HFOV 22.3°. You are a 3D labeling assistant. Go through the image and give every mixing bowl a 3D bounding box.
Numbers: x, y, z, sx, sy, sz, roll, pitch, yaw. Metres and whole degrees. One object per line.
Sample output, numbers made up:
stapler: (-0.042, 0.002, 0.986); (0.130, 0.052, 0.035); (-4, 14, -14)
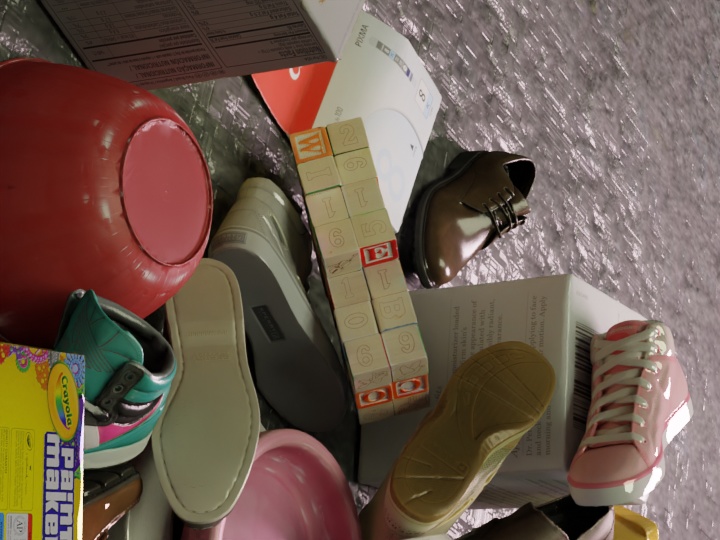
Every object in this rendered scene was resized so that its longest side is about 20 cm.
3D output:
mixing bowl: (-0.166, -0.046, 1.190); (0.200, 0.108, 0.202); (15, 72, -58)

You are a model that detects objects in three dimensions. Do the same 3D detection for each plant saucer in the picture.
plant saucer: (-0.067, 0.214, 1.296); (0.200, 0.051, 0.202); (16, 72, -58)

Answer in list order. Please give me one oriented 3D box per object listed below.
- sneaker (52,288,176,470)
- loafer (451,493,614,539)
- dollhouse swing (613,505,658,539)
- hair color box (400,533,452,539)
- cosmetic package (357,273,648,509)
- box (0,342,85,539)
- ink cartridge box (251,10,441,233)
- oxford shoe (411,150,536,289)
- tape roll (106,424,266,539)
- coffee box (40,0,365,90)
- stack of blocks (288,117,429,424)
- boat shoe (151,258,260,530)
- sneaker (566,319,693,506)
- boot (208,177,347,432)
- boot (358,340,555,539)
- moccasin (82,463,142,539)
sneaker: (-0.184, 0.073, 1.100); (0.199, 0.084, 0.121); (-15, 142, -51)
loafer: (0.123, 0.213, 1.430); (0.199, 0.073, 0.071); (-17, 134, -39)
dollhouse swing: (0.174, 0.305, 1.517); (0.199, 0.176, 0.183); (-13, 134, -36)
hair color box: (0.069, 0.274, 1.264); (0.100, 0.200, 0.061); (-1, 125, -39)
cosmetic package: (0.124, 0.110, 1.552); (0.165, 0.199, 0.166); (26, 64, -53)
box: (-0.252, 0.142, 0.935); (0.122, 0.192, 0.201); (14, 74, -57)
ink cartridge box: (-0.007, -0.152, 1.525); (0.200, 0.047, 0.161); (57, 41, -41)
oxford shoe: (0.106, -0.053, 1.663); (0.200, 0.084, 0.073); (-56, 133, -44)
tape roll: (-0.117, 0.187, 1.302); (0.202, 0.037, 0.204); (14, 73, -56)
coffee box: (-0.106, -0.263, 1.232); (0.198, 0.199, 0.200); (57, 41, -38)
stack of blocks: (0.000, 0.000, 1.396); (0.115, 0.058, 0.201); (81, -5, -60)
boat shoe: (-0.106, 0.089, 1.237); (0.060, 0.071, 0.201); (100, -13, -55)
sneaker: (0.202, 0.102, 1.423); (0.200, 0.075, 0.105); (-41, 118, -57)
boot: (-0.051, 0.024, 1.404); (0.096, 0.073, 0.201); (-70, 148, -47)
boot: (0.067, 0.154, 1.421); (0.200, 0.073, 0.156); (-49, 171, -39)
moccasin: (-0.202, 0.181, 1.129); (0.201, 0.073, 0.078); (-46, 133, -55)
